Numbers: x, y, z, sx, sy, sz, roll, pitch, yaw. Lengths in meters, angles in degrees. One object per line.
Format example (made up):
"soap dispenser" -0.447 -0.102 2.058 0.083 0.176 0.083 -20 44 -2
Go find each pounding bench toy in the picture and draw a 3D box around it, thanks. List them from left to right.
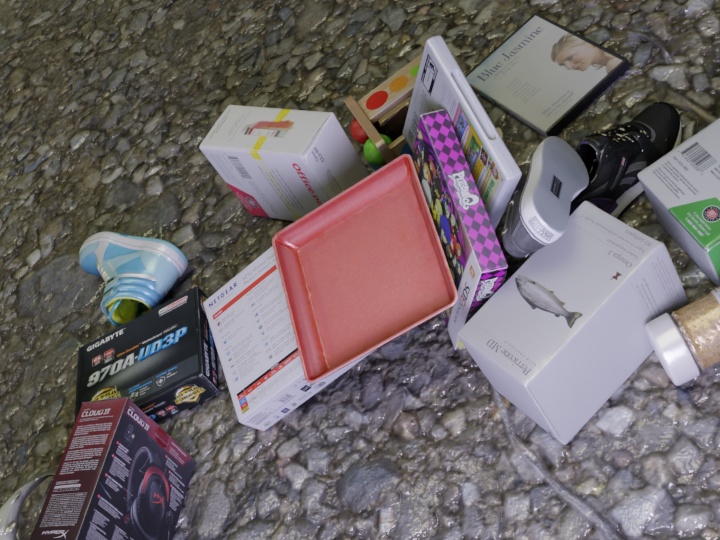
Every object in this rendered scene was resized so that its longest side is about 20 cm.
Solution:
"pounding bench toy" 0.086 -0.163 1.487 0.155 0.125 0.201 -35 41 3

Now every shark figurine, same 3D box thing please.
"shark figurine" -0.423 0.334 1.441 0.126 0.090 0.217 6 59 -3

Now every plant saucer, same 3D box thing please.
"plant saucer" 0.006 0.002 1.303 0.198 0.037 0.202 -30 56 20

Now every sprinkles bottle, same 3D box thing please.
"sprinkles bottle" 0.378 0.037 1.142 0.198 0.068 0.069 -29 42 10

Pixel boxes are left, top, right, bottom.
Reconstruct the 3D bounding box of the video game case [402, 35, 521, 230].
"video game case" 0.108 -0.132 1.307 0.022 0.201 0.184 -22 71 -15

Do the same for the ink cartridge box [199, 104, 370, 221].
"ink cartridge box" -0.096 -0.140 1.581 0.198 0.146 0.084 11 58 40

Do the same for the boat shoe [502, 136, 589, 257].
"boat shoe" 0.189 -0.074 1.234 0.066 0.070 0.201 -41 13 33

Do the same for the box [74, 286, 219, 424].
"box" -0.280 0.129 1.542 0.198 0.046 0.160 -26 42 14

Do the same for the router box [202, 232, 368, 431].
"router box" -0.083 0.060 1.401 0.199 0.049 0.181 -37 54 21

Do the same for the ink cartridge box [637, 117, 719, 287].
"ink cartridge box" 0.415 -0.094 1.224 0.199 0.083 0.147 -34 41 5

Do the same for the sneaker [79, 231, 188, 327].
"sneaker" -0.350 0.018 1.669 0.198 0.080 0.132 1 53 37

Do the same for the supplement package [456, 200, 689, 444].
"supplement package" 0.220 0.052 1.204 0.200 0.118 0.117 -45 43 -8

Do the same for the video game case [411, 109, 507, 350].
"video game case" 0.099 -0.041 1.290 0.035 0.182 0.202 -12 63 -12

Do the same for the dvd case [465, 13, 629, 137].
"dvd case" 0.240 -0.260 1.548 0.142 0.018 0.200 -42 41 -4

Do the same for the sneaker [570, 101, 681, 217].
"sneaker" 0.293 -0.130 1.339 0.201 0.088 0.075 -50 42 -13

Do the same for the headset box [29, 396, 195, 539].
"headset box" -0.275 0.254 1.348 0.074 0.149 0.202 -8 50 28
